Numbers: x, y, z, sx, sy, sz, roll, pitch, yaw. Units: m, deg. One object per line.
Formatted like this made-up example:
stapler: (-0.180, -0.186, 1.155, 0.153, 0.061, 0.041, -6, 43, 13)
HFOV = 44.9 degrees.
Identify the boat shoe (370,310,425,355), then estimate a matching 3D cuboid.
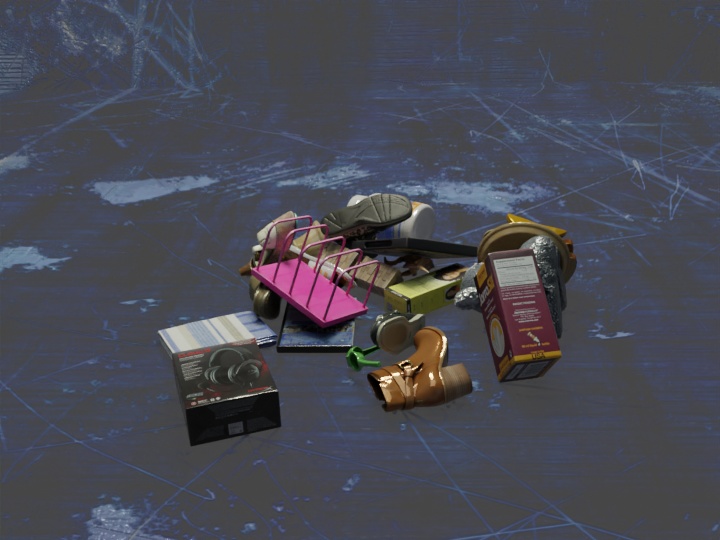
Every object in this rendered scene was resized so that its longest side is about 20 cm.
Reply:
boat shoe: (0.056, 0.108, 1.572, 0.067, 0.072, 0.200, 15, 7, 22)

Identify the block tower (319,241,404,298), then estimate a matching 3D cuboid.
block tower: (0.000, 0.000, 1.832, 0.200, 0.058, 0.054, 23, 72, 38)

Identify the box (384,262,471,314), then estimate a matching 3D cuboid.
box: (0.147, 0.041, 1.771, 0.200, 0.050, 0.075, -20, 28, -33)

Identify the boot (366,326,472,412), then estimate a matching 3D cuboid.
boot: (0.084, 0.171, 1.490, 0.155, 0.077, 0.200, -12, 34, -13)

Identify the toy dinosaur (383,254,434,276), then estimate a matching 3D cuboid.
toy dinosaur: (0.104, -0.014, 1.824, 0.106, 0.061, 0.200, -17, 0, 16)

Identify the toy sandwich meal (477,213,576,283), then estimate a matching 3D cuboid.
toy sandwich meal: (0.337, -0.034, 1.760, 0.204, 0.206, 0.070, 4, 42, 12)

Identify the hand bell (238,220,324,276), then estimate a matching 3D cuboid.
hand bell: (-0.172, -0.027, 1.929, 0.199, 0.104, 0.104, -21, 29, -10)

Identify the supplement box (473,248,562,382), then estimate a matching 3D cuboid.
supplement box: (0.267, 0.077, 1.498, 0.085, 0.110, 0.201, -6, 66, -10)

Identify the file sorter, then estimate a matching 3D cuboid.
file sorter: (-0.082, -0.006, 1.685, 0.200, 0.126, 0.139, 35, 28, 27)

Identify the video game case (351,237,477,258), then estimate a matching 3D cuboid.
video game case: (0.113, -0.046, 1.837, 0.199, 0.026, 0.180, 6, -4, -38)

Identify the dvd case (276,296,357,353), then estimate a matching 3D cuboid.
dvd case: (-0.081, 0.103, 1.692, 0.142, 0.018, 0.200, -1, 26, 3)

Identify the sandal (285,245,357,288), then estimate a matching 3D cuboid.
sandal: (-0.098, 0.008, 1.835, 0.206, 0.079, 0.059, 24, 75, 28)

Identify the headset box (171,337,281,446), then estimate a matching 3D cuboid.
headset box: (-0.226, 0.191, 1.444, 0.148, 0.078, 0.200, -9, 28, -15)

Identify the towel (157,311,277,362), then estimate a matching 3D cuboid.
towel: (-0.272, 0.127, 1.647, 0.199, 0.024, 0.147, -12, 25, -26)

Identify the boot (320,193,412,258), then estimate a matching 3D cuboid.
boot: (0.029, -0.090, 1.902, 0.203, 0.154, 0.074, -15, 61, 11)

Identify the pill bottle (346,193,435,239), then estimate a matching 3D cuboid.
pill bottle: (0.066, -0.119, 2.048, 0.199, 0.112, 0.112, 17, 31, 33)

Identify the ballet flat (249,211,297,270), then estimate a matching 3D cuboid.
ballet flat: (-0.186, -0.051, 1.802, 0.067, 0.200, 0.068, -1, 56, -24)

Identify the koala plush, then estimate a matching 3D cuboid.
koala plush: (0.282, 0.028, 1.677, 0.199, 0.184, 0.177, -5, 22, 21)

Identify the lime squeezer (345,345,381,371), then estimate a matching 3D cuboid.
lime squeezer: (0.009, 0.156, 1.529, 0.070, 0.038, 0.200, 3, 5, 5)

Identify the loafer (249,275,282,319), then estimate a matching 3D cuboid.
loafer: (-0.194, 0.047, 1.762, 0.067, 0.076, 0.200, 0, 15, 5)
